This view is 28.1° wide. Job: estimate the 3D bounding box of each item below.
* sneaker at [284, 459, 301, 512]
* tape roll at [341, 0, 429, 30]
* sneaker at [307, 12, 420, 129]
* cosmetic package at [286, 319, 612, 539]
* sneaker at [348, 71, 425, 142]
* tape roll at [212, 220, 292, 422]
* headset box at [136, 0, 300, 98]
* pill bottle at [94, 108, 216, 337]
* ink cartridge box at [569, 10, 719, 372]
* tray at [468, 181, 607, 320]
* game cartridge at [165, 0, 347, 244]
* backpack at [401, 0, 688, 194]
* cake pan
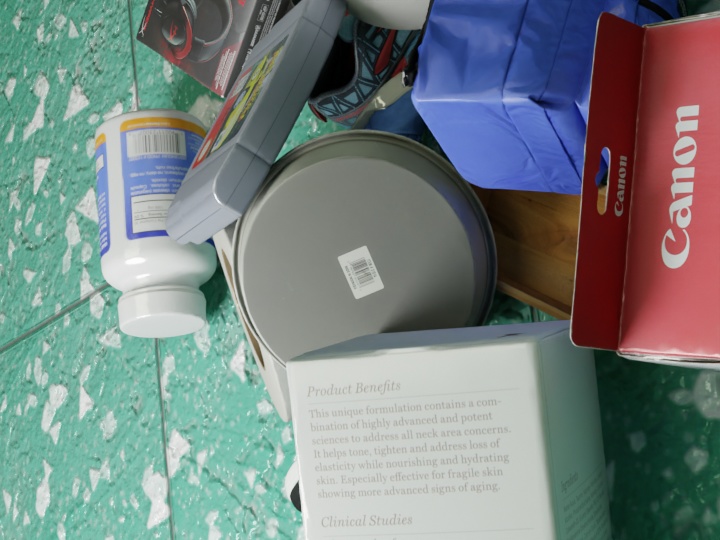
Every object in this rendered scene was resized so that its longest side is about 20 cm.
[{"bbox_3d":[0.016,0.182,1.118,0.199,0.073,0.113,-34,57,39],"label":"sneaker"},{"bbox_3d":[0.031,-0.303,1.082,0.201,0.139,0.205,-10,65,21],"label":"tape roll"},{"bbox_3d":[0.014,-0.209,1.173,0.079,0.095,0.202,35,110,47],"label":"sneaker"},{"bbox_3d":[0.066,0.141,0.932,0.166,0.166,0.202,-5,91,21],"label":"cosmetic package"},{"bbox_3d":[0.028,-0.070,1.120,0.111,0.200,0.077,41,157,14],"label":"sneaker"},{"bbox_3d":[-0.081,0.026,1.197,0.203,0.037,0.205,159,90,-81],"label":"tape roll"},{"bbox_3d":[-0.115,-0.248,1.347,0.200,0.075,0.150,37,111,46],"label":"headset box"},{"bbox_3d":[-0.195,-0.043,1.377,0.112,0.111,0.202,-23,67,45],"label":"pill bottle"},{"bbox_3d":[0.215,-0.043,0.846,0.083,0.174,0.202,0,84,49],"label":"ink cartridge box"},{"bbox_3d":[0.145,-0.021,1.032,0.199,0.037,0.100,27,104,47],"label":"tray"},{"bbox_3d":[-0.079,-0.120,1.101,0.133,0.041,0.201,-20,41,59],"label":"game cartridge"},{"bbox_3d":[0.137,-0.169,0.971,0.166,0.163,0.202,6,71,19],"label":"backpack"},{"bbox_3d":[0.000,0.000,1.046,0.037,0.198,0.202,-61,-8,-76],"label":"cake pan"}]
